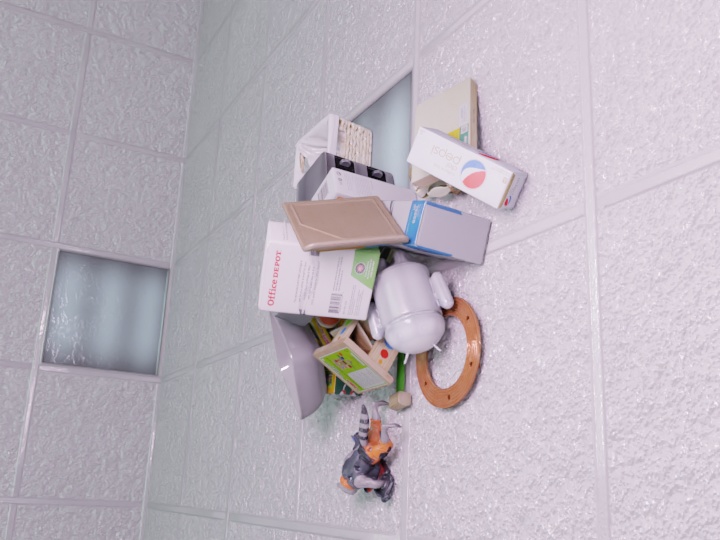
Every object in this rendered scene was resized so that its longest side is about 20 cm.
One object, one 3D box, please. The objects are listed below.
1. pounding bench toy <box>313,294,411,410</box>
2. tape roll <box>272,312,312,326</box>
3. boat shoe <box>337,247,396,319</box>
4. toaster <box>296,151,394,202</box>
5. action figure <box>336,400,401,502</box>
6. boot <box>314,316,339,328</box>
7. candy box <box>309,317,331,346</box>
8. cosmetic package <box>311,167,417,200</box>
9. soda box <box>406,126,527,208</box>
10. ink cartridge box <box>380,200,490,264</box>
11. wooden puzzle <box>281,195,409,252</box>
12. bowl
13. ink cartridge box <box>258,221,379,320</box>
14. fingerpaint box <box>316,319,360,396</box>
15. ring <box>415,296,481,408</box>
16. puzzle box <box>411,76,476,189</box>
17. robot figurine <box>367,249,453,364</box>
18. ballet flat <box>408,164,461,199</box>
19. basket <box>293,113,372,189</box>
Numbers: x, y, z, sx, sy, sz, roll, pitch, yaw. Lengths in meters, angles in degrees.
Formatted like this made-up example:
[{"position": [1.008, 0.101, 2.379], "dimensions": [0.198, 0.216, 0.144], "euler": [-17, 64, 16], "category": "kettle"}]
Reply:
[{"position": [0.043, 0.156, 1.504], "dimensions": [0.124, 0.200, 0.156], "euler": [-29, 23, 54], "category": "pounding bench toy"}, {"position": [-0.111, 0.007, 1.541], "dimensions": [0.201, 0.066, 0.201], "euler": [-59, 17, 31], "category": "tape roll"}, {"position": [0.000, 0.000, 1.494], "dimensions": [0.201, 0.065, 0.073], "euler": [-55, 20, -14], "category": "boat shoe"}, {"position": [-0.038, -0.154, 1.707], "dimensions": [0.200, 0.179, 0.120], "euler": [-43, 41, 48], "category": "toaster"}, {"position": [0.003, 0.352, 1.522], "dimensions": [0.195, 0.104, 0.200], "euler": [-67, 28, 9], "category": "action figure"}, {"position": [-0.048, 0.016, 1.565], "dimensions": [0.107, 0.074, 0.202], "euler": [156, 125, -70], "category": "boot"}, {"position": [-0.120, 0.092, 1.713], "dimensions": [0.200, 0.026, 0.103], "euler": [46, 160, 58], "category": "candy box"}, {"position": [0.011, -0.130, 1.572], "dimensions": [0.102, 0.198, 0.072], "euler": [-52, 37, 42], "category": "cosmetic package"}, {"position": [0.180, -0.177, 1.313], "dimensions": [0.199, 0.063, 0.069], "euler": [33, 112, 29], "category": "soda box"}, {"position": [0.118, -0.072, 1.401], "dimensions": [0.200, 0.144, 0.085], "euler": [11, 88, 64], "category": "ink cartridge box"}, {"position": [-0.031, -0.079, 1.343], "dimensions": [0.200, 0.183, 0.038], "euler": [-123, 32, -58], "category": "wooden puzzle"}, {"position": [-0.130, 0.189, 1.651], "dimensions": [0.200, 0.074, 0.201], "euler": [-124, 22, -51], "category": "bowl"}, {"position": [-0.078, 0.001, 1.379], "dimensions": [0.084, 0.198, 0.147], "euler": [-102, 21, -59], "category": "ink cartridge box"}, {"position": [-0.065, 0.196, 1.741], "dimensions": [0.200, 0.073, 0.169], "euler": [-13, 70, 61], "category": "fingerpaint box"}, {"position": [0.159, 0.147, 1.381], "dimensions": [0.200, 0.019, 0.202], "euler": [-36, 49, 55], "category": "ring"}, {"position": [0.158, -0.257, 1.441], "dimensions": [0.132, 0.025, 0.202], "euler": [-21, 49, 36], "category": "puzzle box"}, {"position": [0.087, 0.065, 1.393], "dimensions": [0.169, 0.113, 0.202], "euler": [-26, 64, 24], "category": "robot figurine"}, {"position": [0.137, -0.171, 1.476], "dimensions": [0.065, 0.070, 0.200], "euler": [-53, 21, -15], "category": "ballet flat"}, {"position": [-0.067, -0.272, 1.865], "dimensions": [0.200, 0.122, 0.137], "euler": [-23, 60, 58], "category": "basket"}]
